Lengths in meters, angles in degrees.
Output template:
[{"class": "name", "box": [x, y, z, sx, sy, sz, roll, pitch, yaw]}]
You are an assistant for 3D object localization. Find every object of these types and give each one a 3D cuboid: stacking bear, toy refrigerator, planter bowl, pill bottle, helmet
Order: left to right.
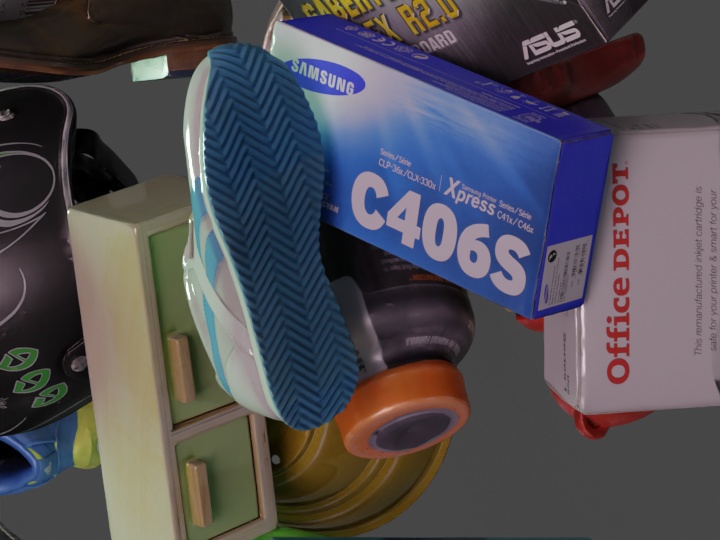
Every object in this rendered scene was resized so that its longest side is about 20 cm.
[{"class": "helmet", "box": [-0.219, 0.000, 1.702, 0.190, 0.200, 0.201, -17, 91, 18]}, {"class": "toy refrigerator", "box": [-0.101, 0.056, 1.609, 0.070, 0.076, 0.201, 14, 116, 46]}, {"class": "planter bowl", "box": [-0.049, 0.068, 1.698, 0.199, 0.083, 0.202, 5, 101, 25]}, {"class": "pill bottle", "box": [0.000, 0.000, 1.603, 0.106, 0.106, 0.201, -31, 62, 28]}, {"class": "stacking bear", "box": [0.118, -0.012, 1.586, 0.113, 0.121, 0.201, -17, 93, 42]}]

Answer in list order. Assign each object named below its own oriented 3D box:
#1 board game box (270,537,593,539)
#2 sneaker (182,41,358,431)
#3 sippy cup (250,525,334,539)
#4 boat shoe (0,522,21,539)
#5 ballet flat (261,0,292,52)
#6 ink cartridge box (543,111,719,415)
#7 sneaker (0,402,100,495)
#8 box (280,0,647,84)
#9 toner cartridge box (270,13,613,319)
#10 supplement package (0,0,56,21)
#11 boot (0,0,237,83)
[{"class": "board game box", "box": [0.041, 0.227, 1.623, 0.047, 0.199, 0.152, -154, 69, -65]}, {"class": "sneaker", "box": [-0.061, -0.018, 1.495, 0.081, 0.076, 0.201, 12, 114, 53]}, {"class": "sippy cup", "box": [-0.033, 0.231, 1.700, 0.130, 0.178, 0.140, 20, 80, 11]}, {"class": "boat shoe", "box": [-0.176, 0.210, 1.812, 0.062, 0.073, 0.200, -41, 67, -17]}, {"class": "ballet flat", "box": [-0.019, -0.157, 1.653, 0.067, 0.062, 0.201, 31, 112, 19]}, {"class": "ink cartridge box", "box": [0.195, -0.009, 1.503, 0.199, 0.084, 0.147, -3, 100, -11]}, {"class": "sneaker", "box": [-0.253, 0.088, 1.788, 0.199, 0.105, 0.076, 8, 112, 25]}, {"class": "box", "box": [0.033, -0.166, 1.492, 0.200, 0.048, 0.159, -18, 113, 52]}, {"class": "toner cartridge box", "box": [0.033, -0.056, 1.474, 0.199, 0.043, 0.096, 25, 115, 38]}, {"class": "supplement package", "box": [-0.263, -0.200, 1.728, 0.199, 0.117, 0.118, 24, 110, 27]}, {"class": "boot", "box": [-0.160, -0.157, 1.662, 0.075, 0.199, 0.098, -1, 93, 52]}]
